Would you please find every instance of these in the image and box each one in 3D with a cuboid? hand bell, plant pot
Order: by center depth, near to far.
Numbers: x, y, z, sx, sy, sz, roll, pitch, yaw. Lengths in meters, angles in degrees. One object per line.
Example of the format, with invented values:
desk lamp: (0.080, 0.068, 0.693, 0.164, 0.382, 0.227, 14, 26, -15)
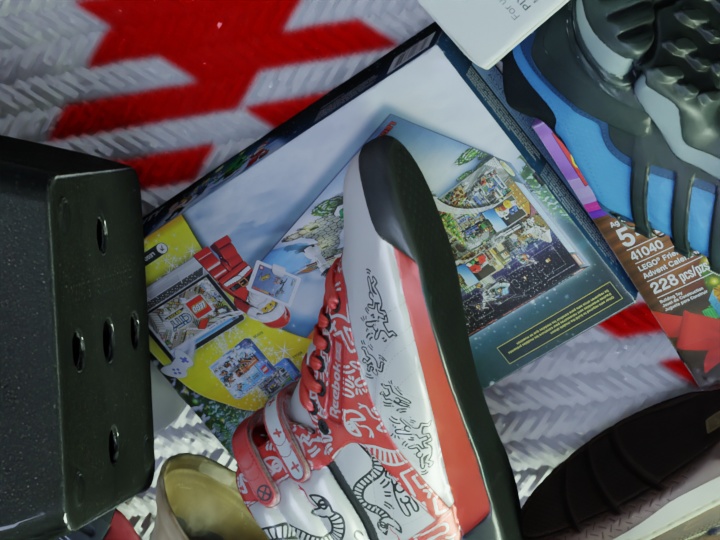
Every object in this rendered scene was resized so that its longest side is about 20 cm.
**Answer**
plant pot: (-0.184, 0.031, 1.029, 0.176, 0.200, 0.201, -2, 93, 9)
hand bell: (-0.112, 0.183, 1.119, 0.104, 0.104, 0.200, 42, 107, -10)

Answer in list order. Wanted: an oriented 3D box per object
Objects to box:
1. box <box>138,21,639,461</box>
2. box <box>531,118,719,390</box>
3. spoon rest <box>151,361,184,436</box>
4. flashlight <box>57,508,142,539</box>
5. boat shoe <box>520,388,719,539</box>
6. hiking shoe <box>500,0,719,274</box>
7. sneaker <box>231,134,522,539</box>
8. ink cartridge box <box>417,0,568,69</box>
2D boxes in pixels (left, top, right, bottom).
box: (0.000, 0.000, 1.083, 0.200, 0.038, 0.137, -31, 107, 27)
box: (0.187, -0.051, 1.006, 0.199, 0.039, 0.137, -27, 108, 25)
spoon rest: (-0.182, 0.071, 1.156, 0.199, 0.061, 0.100, -10, 118, 18)
flashlight: (-0.077, 0.173, 1.188, 0.200, 0.068, 0.068, 37, 142, -13)
boat shoe: (0.159, 0.090, 1.074, 0.202, 0.075, 0.075, -31, 114, 27)
hiking shoe: (0.138, -0.036, 0.975, 0.200, 0.074, 0.087, 48, 143, -13)
sneaker: (-0.008, 0.046, 1.048, 0.107, 0.067, 0.202, -9, 119, 14)
ink cartridge box: (0.097, -0.181, 0.894, 0.083, 0.146, 0.200, 45, 119, -11)
